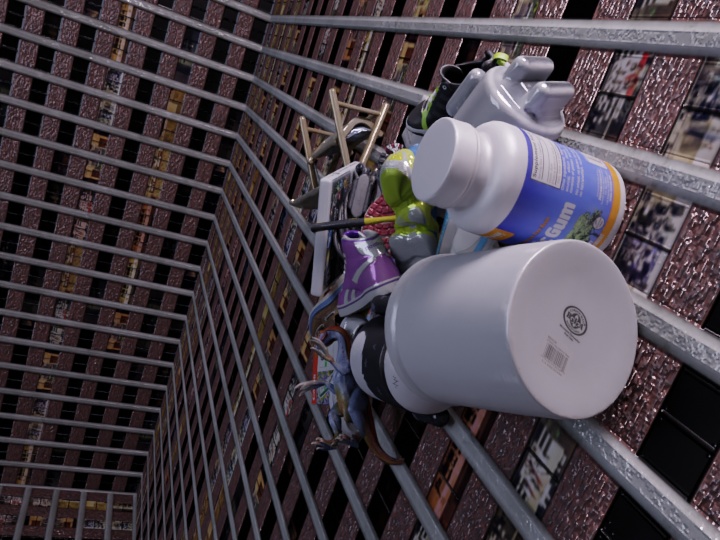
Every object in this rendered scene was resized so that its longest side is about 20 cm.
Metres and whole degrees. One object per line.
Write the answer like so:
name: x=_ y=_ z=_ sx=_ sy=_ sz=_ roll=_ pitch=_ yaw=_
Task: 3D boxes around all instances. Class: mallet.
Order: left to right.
mallet: x=0.019 y=-0.076 z=0.990 sx=0.198 sy=0.066 sz=0.042 roll=-4 pitch=90 yaw=27

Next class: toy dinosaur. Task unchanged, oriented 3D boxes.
toy dinosaur: x=-0.026 y=0.178 z=0.955 sx=0.105 sy=0.199 sz=0.183 roll=-31 pitch=35 yaw=43

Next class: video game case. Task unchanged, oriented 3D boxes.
video game case: x=-0.040 y=-0.078 z=1.114 sx=0.182 sy=0.023 sz=0.202 roll=-47 pitch=-33 yaw=-65

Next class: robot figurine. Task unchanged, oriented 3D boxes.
robot figurine: x=0.063 y=0.120 z=0.846 sx=0.126 sy=0.150 sz=0.200 roll=-64 pitch=20 yaw=-12
robot figurine: x=0.165 y=-0.162 z=0.769 sx=0.200 sy=0.112 sz=0.171 roll=-51 pitch=58 yaw=44

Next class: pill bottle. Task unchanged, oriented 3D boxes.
pill bottle: x=0.155 y=-0.082 z=0.638 sx=0.112 sy=0.198 sz=0.113 roll=-44 pitch=39 yaw=52

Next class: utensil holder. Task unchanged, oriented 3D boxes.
utensil holder: x=0.144 y=0.058 z=0.637 sx=0.200 sy=0.169 sz=0.172 roll=-12 pitch=67 yaw=62

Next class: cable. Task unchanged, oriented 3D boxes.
cable: x=-0.006 y=-0.082 z=1.122 sx=0.163 sy=0.050 sz=0.202 roll=52 pitch=-132 yaw=-79

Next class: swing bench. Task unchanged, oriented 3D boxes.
swing bench: x=-0.048 y=-0.229 z=1.284 sx=0.199 sy=0.129 sz=0.202 roll=173 pitch=103 yaw=-65

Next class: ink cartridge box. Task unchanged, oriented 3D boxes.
ink cartridge box: x=-0.055 y=0.190 z=1.156 sx=0.200 sy=0.050 sz=0.110 roll=-22 pitch=63 yaw=62

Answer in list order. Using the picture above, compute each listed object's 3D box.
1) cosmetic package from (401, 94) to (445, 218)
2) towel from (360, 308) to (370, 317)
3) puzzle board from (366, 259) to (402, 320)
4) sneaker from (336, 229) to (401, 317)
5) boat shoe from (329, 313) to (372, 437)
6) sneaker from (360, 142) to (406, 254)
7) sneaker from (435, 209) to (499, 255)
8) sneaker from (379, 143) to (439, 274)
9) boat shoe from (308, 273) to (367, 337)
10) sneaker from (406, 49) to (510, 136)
cosmetic package: x=0.117 y=-0.177 z=0.968 sx=0.083 sy=0.050 sz=0.201 roll=-57 pitch=30 yaw=36
towel: x=0.026 y=0.077 z=1.088 sx=0.200 sy=0.018 sz=0.087 roll=-26 pitch=60 yaw=60
puzzle board: x=0.063 y=0.055 z=0.982 sx=0.201 sy=0.017 sz=0.151 roll=-67 pitch=30 yaw=26
sneaker: x=0.001 y=0.000 z=0.961 sx=0.115 sy=0.072 sz=0.200 roll=66 pitch=154 yaw=7
boat shoe: x=-0.009 y=0.173 z=1.007 sx=0.065 sy=0.073 sz=0.202 roll=-163 pitch=70 yaw=-72
sneaker: x=0.053 y=-0.105 z=1.058 sx=0.075 sy=0.080 sz=0.202 roll=71 pitch=-147 yaw=-81
sneaker: x=0.131 y=-0.001 z=0.807 sx=0.201 sy=0.080 sz=0.077 roll=98 pitch=-172 yaw=-47
sneaker: x=0.087 y=-0.083 z=0.879 sx=0.105 sy=0.075 sz=0.201 roll=-50 pitch=-40 yaw=-40
boat shoe: x=-0.037 y=0.081 z=1.117 sx=0.201 sy=0.072 sz=0.073 roll=-59 pitch=41 yaw=46
sneaker: x=0.130 y=-0.255 z=0.884 sx=0.199 sy=0.083 sz=0.072 roll=-14 pitch=49 yaw=45
